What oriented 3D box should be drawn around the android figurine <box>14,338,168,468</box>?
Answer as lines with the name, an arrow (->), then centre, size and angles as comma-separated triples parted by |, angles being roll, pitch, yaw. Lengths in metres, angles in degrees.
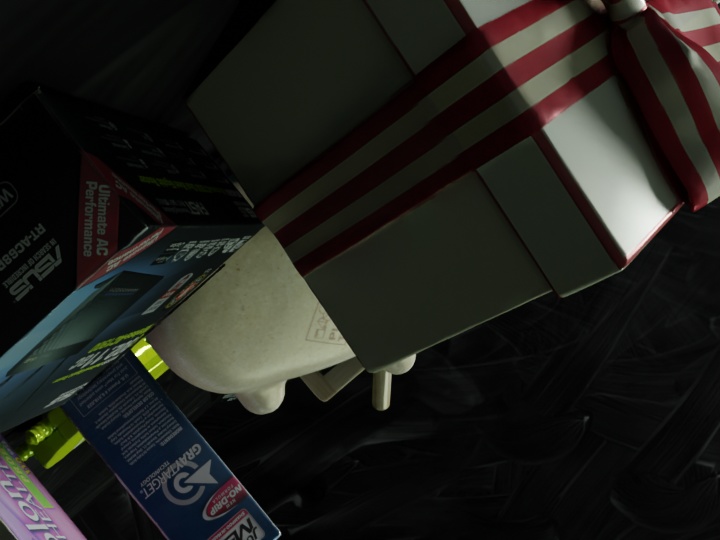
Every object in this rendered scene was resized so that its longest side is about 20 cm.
android figurine -> -0.240, 0.114, 0.914 | 0.200, 0.041, 0.182 | -39, 177, -46

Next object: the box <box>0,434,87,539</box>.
box -> -0.265, 0.206, 0.567 | 0.200, 0.176, 0.097 | -41, 177, -4

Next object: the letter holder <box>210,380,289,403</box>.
letter holder -> -0.167, 0.104, 1.420 | 0.100, 0.143, 0.200 | -7, 167, -16

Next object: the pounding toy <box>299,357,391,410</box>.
pounding toy -> 0.000, 0.000, 0.745 | 0.184, 0.200, 0.142 | -41, 178, 19

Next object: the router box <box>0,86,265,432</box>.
router box -> -0.132, 0.007, 0.421 | 0.150, 0.062, 0.200 | -40, 178, 7

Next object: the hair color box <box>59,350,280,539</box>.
hair color box -> -0.143, 0.122, 0.673 | 0.060, 0.200, 0.100 | -40, 177, -15

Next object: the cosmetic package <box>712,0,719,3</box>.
cosmetic package -> 0.285, -0.266, 0.657 | 0.105, 0.071, 0.200 | -40, 177, -8

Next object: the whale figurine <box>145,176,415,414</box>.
whale figurine -> -0.047, 0.011, 0.621 | 0.104, 0.199, 0.160 | 36, -68, 55

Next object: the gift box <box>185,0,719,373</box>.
gift box -> 0.062, -0.093, 0.445 | 0.200, 0.185, 0.186 | -43, -171, -39
